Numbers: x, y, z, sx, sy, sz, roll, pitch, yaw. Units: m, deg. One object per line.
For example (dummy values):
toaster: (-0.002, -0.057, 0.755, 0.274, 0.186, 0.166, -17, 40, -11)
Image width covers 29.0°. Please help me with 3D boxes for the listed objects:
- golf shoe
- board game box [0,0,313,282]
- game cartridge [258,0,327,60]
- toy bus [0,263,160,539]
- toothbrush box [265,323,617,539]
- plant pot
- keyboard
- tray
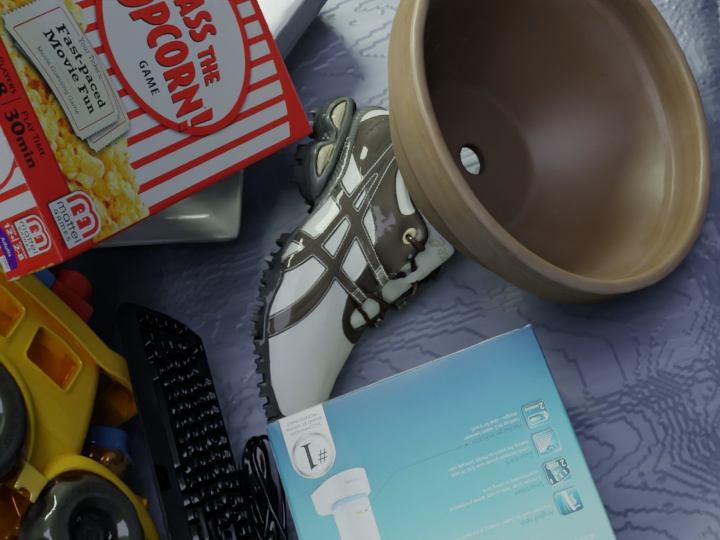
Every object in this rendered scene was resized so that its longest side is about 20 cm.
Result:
golf shoe: (0.000, 0.000, 0.760, 0.094, 0.078, 0.202, 9, 73, 15)
board game box: (-0.123, -0.103, 0.691, 0.046, 0.200, 0.152, -16, 102, 39)
game cartridge: (-0.124, -0.175, 0.850, 0.199, 0.041, 0.134, 32, 83, 20)
toy bus: (-0.175, 0.075, 0.714, 0.135, 0.200, 0.193, -30, 24, 38)
toothbrush box: (0.055, 0.151, 0.686, 0.145, 0.085, 0.201, -22, 66, 3)
plant pot: (0.084, -0.074, 0.738, 0.200, 0.092, 0.203, 12, 68, -32)
keyboard: (-0.067, 0.110, 0.717, 0.039, 0.104, 0.201, -25, 65, 17)
tray: (-0.117, -0.106, 0.854, 0.106, 0.022, 0.202, -3, 70, 12)
